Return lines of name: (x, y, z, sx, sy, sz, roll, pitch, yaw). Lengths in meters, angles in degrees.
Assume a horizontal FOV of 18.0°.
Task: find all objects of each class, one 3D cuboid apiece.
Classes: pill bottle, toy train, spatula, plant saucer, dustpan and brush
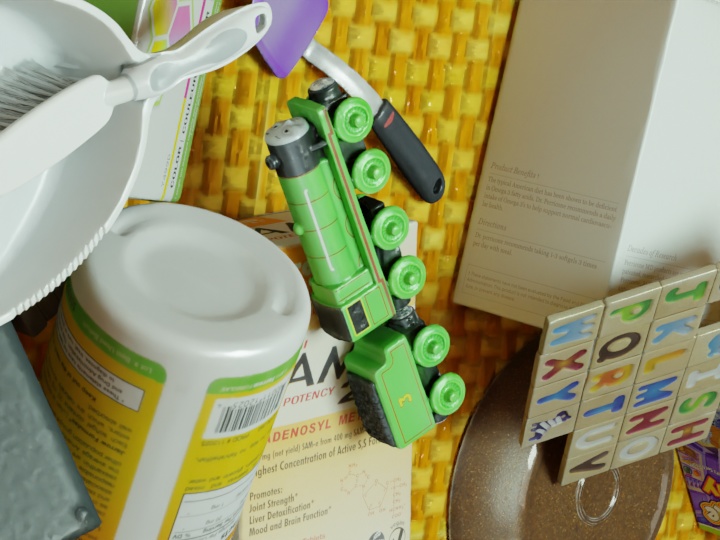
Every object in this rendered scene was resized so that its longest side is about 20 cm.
pill bottle: (-0.102, 0.079, 1.066, 0.111, 0.111, 0.201, -14, 136, -41)
toy train: (0.000, 0.000, 1.130, 0.056, 0.042, 0.201, -33, 119, -23)
spatula: (-0.003, -0.096, 1.214, 0.200, 0.020, 0.057, 48, 66, -41)
plant saucer: (0.135, 0.133, 1.402, 0.199, 0.037, 0.202, -13, 109, -42)
dustpan and brush: (-0.114, -0.069, 0.923, 0.200, 0.057, 0.141, -39, 129, -43)

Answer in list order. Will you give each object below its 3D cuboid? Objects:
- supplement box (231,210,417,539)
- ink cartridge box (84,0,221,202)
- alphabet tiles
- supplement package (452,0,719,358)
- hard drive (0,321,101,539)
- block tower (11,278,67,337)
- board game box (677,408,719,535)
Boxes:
supplement box: (-0.038, 0.073, 1.187, 0.125, 0.073, 0.202, -12, 109, -42)
ink cartridge box: (-0.128, -0.110, 0.986, 0.200, 0.075, 0.149, -1, 104, -77)
alphabet tiles: (0.168, 0.058, 1.284, 0.166, 0.008, 0.201, -17, 149, -14)
supplement package: (0.150, -0.061, 1.307, 0.117, 0.116, 0.202, 10, 95, -45)
hard drive: (-0.212, 0.049, 0.966, 0.139, 0.033, 0.201, -25, 91, -27)
block tower: (-0.219, 0.056, 1.020, 0.200, 0.054, 0.058, -47, 128, -25)
board game box: (0.290, 0.127, 1.435, 0.045, 0.199, 0.135, -40, 125, -29)
